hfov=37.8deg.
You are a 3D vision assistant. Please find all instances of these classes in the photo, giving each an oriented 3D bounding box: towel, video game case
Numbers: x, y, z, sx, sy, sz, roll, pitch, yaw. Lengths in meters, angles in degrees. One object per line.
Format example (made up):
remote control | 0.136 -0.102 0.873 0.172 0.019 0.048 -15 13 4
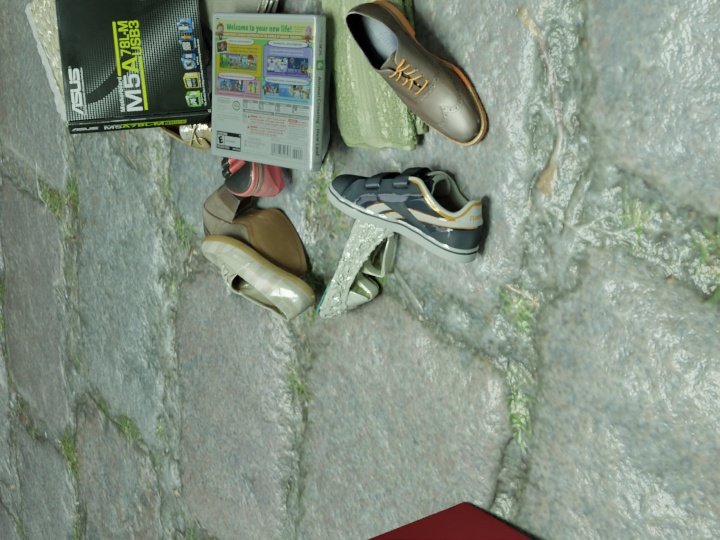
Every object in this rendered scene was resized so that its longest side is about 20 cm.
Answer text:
towel | -0.173 -0.384 1.427 0.200 0.034 0.134 46 126 35
video game case | -0.118 -0.227 1.314 0.198 0.022 0.185 14 107 43
towel | 0.014 -0.243 1.240 0.147 0.036 0.203 8 108 50

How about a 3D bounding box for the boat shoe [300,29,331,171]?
boat shoe | -0.078 -0.220 1.340 0.072 0.067 0.202 36 128 40

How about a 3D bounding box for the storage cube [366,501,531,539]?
storage cube | 0.113 0.397 1.202 0.179 0.198 0.174 18 117 55

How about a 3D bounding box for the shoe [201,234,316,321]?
shoe | -0.151 0.009 1.435 0.199 0.054 0.070 27 155 29

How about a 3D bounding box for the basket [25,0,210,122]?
basket | -0.356 -0.345 1.553 0.160 0.196 0.202 -31 77 49

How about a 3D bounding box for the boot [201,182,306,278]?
boot | -0.158 -0.035 1.517 0.201 0.070 0.147 53 148 16

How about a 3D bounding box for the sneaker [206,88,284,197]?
sneaker | -0.154 -0.185 1.442 0.073 0.086 0.203 -29 63 35

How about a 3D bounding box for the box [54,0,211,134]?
box | -0.307 -0.291 1.416 0.048 0.190 0.203 139 125 -72

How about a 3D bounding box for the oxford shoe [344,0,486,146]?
oxford shoe | 0.055 -0.209 1.141 0.200 0.073 0.071 46 119 9

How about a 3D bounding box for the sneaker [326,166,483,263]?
sneaker | 0.054 -0.084 1.197 0.198 0.078 0.080 25 119 23

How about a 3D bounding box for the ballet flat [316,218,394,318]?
ballet flat | 0.000 0.000 1.319 0.072 0.071 0.201 50 136 29

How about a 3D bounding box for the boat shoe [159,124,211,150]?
boat shoe | -0.237 -0.208 1.548 0.199 0.069 0.075 20 117 48
